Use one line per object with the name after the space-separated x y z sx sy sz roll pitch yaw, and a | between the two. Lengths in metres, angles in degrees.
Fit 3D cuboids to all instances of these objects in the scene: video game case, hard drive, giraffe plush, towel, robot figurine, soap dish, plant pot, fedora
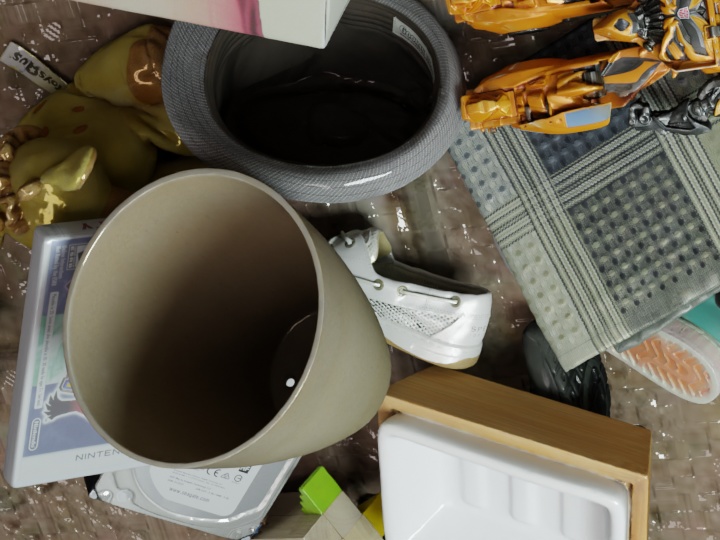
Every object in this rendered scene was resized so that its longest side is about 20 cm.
-0.146 0.050 1.631 0.181 0.023 0.201 -7 125 -30 | video game case
-0.097 0.098 1.741 0.139 0.038 0.201 20 113 -28 | hard drive
-0.182 -0.066 1.636 0.199 0.163 0.173 20 126 2 | giraffe plush
0.167 -0.058 1.568 0.192 0.034 0.201 -31 81 24 | towel
0.157 -0.150 1.514 0.199 0.058 0.146 -9 91 25 | robot figurine
0.112 0.155 1.667 0.199 0.081 0.158 16 137 21 | soap dish
-0.063 0.051 1.566 0.186 0.189 0.200 -12 162 23 | plant pot
-0.029 -0.109 1.585 0.198 0.178 0.090 3 153 2 | fedora

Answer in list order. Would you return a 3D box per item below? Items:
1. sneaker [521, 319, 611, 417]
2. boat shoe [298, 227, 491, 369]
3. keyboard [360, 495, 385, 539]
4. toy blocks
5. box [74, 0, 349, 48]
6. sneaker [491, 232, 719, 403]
0.140 0.124 1.725 0.090 0.076 0.201 -5 119 26 | sneaker
0.000 0.000 1.690 0.199 0.071 0.070 22 109 7 | boat shoe
0.056 0.263 1.872 0.104 0.040 0.201 19 131 33 | keyboard
-0.021 0.240 1.830 0.200 0.100 0.136 52 150 -18 | toy blocks
-0.098 -0.232 1.524 0.198 0.128 0.110 12 126 9 | box
0.182 0.006 1.641 0.200 0.080 0.072 38 145 14 | sneaker
